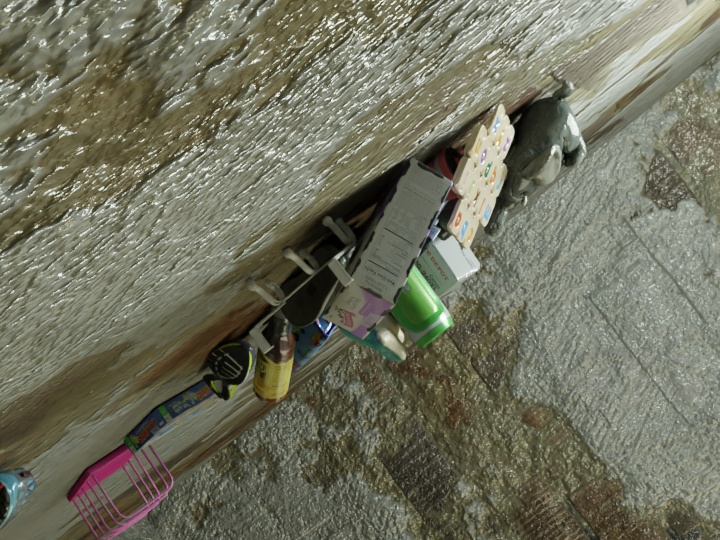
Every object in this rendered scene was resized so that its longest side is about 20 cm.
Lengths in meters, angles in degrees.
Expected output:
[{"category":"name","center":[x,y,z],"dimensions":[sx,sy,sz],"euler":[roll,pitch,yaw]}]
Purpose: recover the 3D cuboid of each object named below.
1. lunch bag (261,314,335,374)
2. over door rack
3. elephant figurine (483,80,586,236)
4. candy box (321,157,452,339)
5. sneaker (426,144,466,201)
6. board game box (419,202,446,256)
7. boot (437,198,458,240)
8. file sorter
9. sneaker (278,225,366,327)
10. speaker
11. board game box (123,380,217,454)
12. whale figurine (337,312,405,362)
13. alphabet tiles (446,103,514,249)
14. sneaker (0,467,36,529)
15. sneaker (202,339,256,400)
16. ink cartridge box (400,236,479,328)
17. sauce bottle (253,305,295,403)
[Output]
[{"category":"lunch bag","center":[-0.072,0.067,1.840],"dimensions":[0.151,0.094,0.200],"euler":[-46,180,45]},{"category":"over door rack","center":[-0.077,0.005,1.336],"dimensions":[0.147,0.067,0.200],"euler":[-40,-167,13]},{"category":"elephant figurine","center":[0.266,-0.175,1.647],"dimensions":[0.141,0.156,0.200],"euler":[-10,-154,50]},{"category":"candy box","center":[0.034,-0.026,1.414],"dimensions":[0.201,0.071,0.168],"euler":[-64,-175,-23]},{"category":"sneaker","center":[0.129,-0.140,1.564],"dimensions":[0.086,0.074,0.200],"euler":[-28,170,21]},{"category":"board game box","center":[0.064,-0.037,1.640],"dimensions":[0.200,0.062,0.200],"euler":[-45,-170,49]},{"category":"boot","center":[0.213,-0.129,1.942],"dimensions":[0.131,0.070,0.200],"euler":[-41,-177,29]},{"category":"file sorter","center":[-0.467,0.432,2.037],"dimensions":[0.138,0.126,0.200],"euler":[-32,172,-36]},{"category":"sneaker","center":[-0.046,0.012,1.587],"dimensions":[0.106,0.075,0.200],"euler":[-32,170,-41]},{"category":"speaker","center":[0.080,0.038,1.876],"dimensions":[0.088,0.201,0.088],"euler":[-36,174,-5]},{"category":"board game box","center":[-0.335,0.260,1.946],"dimensions":[0.135,0.035,0.199],"euler":[-42,172,39]},{"category":"whale figurine","center":[0.016,0.103,1.914],"dimensions":[0.104,0.159,0.201],"euler":[-42,-142,11]},{"category":"alphabet tiles","center":[0.174,-0.135,1.506],"dimensions":[0.197,0.014,0.200],"euler":[-68,159,-6]},{"category":"sneaker","center":[-0.503,0.336,1.393],"dimensions":[0.200,0.080,0.095],"euler":[-40,175,24]},{"category":"sneaker","center":[-0.213,0.151,1.760],"dimensions":[0.081,0.074,0.200],"euler":[-52,-177,-29]},{"category":"ink cartridge box","center":[0.114,-0.003,2.018],"dimensions":[0.083,0.146,0.200],"euler":[-26,168,-46]},{"category":"sauce bottle","center":[-0.143,0.137,1.754],"dimensions":[0.066,0.066,0.201],"euler":[-31,145,-40]}]
